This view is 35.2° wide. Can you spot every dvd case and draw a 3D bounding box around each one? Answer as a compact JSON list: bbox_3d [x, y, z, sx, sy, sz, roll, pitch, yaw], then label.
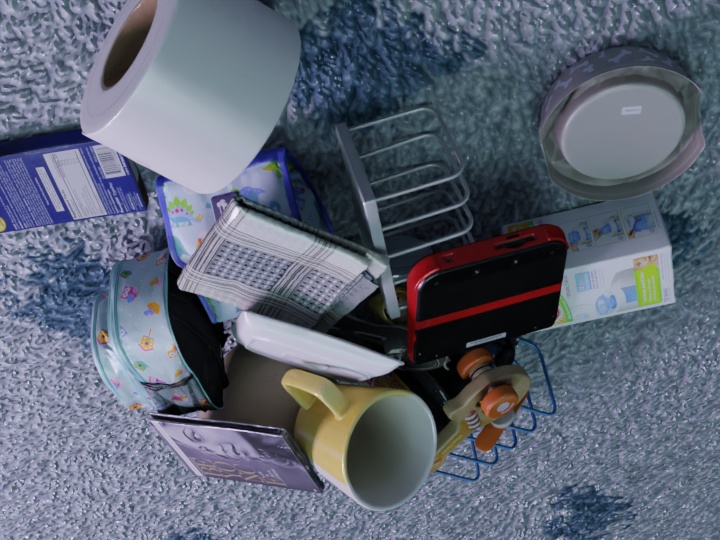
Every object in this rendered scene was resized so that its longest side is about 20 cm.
[{"bbox_3d":[-0.160,0.234,1.454,0.199,0.016,0.149,4,144,25],"label":"dvd case"}]

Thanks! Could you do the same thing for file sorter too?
[{"bbox_3d":[0.060,-0.073,1.336,0.124,0.139,0.200,-18,137,-3],"label":"file sorter"},{"bbox_3d":[0.170,0.195,1.645,0.122,0.139,0.200,17,133,-27],"label":"file sorter"}]

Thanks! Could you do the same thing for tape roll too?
[{"bbox_3d":[-0.173,-0.196,1.141,0.139,0.203,0.203,27,129,-30],"label":"tape roll"}]

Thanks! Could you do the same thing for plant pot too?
[{"bbox_3d":[-0.112,0.155,1.553,0.199,0.200,0.135,8,116,-13],"label":"plant pot"}]

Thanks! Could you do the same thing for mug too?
[{"bbox_3d":[-0.010,0.193,1.436,0.149,0.153,0.187,-21,110,-33],"label":"mug"}]

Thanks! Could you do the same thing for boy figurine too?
[{"bbox_3d":[0.109,0.062,1.481,0.199,0.064,0.125,21,91,-11],"label":"boy figurine"}]

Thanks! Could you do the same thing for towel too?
[{"bbox_3d":[-0.090,0.007,1.293,0.199,0.035,0.193,21,141,-19],"label":"towel"}]

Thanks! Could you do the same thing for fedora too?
[{"bbox_3d":[0.087,0.140,1.569,0.092,0.200,0.201,-43,141,-21],"label":"fedora"}]

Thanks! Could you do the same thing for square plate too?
[{"bbox_3d":[-0.062,0.101,1.401,0.199,0.029,0.198,19,167,-8],"label":"square plate"}]

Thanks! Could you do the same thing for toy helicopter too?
[{"bbox_3d":[0.142,0.194,1.463,0.132,0.079,0.200,17,122,-49],"label":"toy helicopter"}]

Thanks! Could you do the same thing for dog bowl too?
[{"bbox_3d":[0.299,-0.172,1.314,0.199,0.059,0.201,-3,137,-3],"label":"dog bowl"}]

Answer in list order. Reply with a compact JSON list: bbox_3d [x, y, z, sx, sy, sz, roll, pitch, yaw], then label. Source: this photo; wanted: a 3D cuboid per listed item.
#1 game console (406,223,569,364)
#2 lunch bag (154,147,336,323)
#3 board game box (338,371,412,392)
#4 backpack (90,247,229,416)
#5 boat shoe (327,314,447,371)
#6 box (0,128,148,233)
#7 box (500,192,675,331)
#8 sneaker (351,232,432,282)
[{"bbox_3d":[0.151,0.030,1.364,0.199,0.031,0.177,-14,141,-11],"label":"game console"},{"bbox_3d":[-0.133,-0.048,1.369,0.169,0.128,0.200,-11,126,14],"label":"lunch bag"},{"bbox_3d":[0.020,0.175,1.595,0.096,0.030,0.200,47,161,3],"label":"board game box"},{"bbox_3d":[-0.258,0.075,1.443,0.153,0.176,0.200,-7,142,3],"label":"backpack"},{"bbox_3d":[0.010,0.097,1.451,0.199,0.057,0.067,18,144,14],"label":"boat shoe"},{"bbox_3d":[-0.364,-0.106,1.345,0.199,0.032,0.121,-9,137,3],"label":"box"},{"bbox_3d":[0.291,-0.009,1.458,0.199,0.102,0.113,-12,136,8],"label":"box"},{"bbox_3d":[0.000,0.000,1.475,0.199,0.073,0.071,-4,148,13],"label":"sneaker"}]
